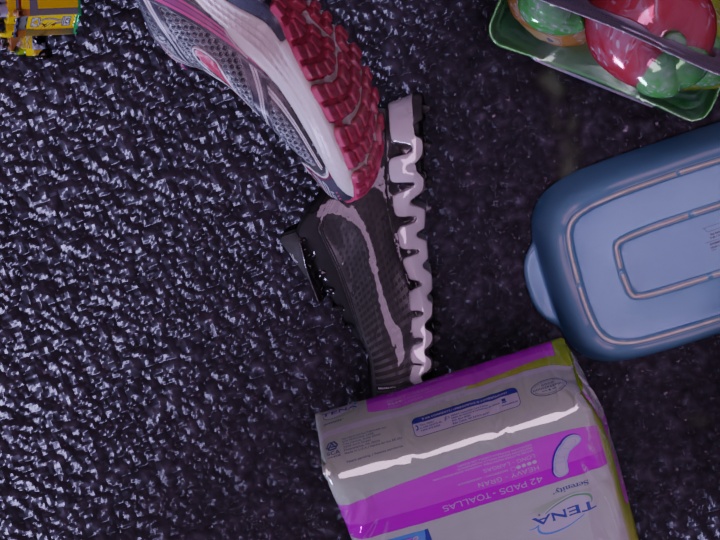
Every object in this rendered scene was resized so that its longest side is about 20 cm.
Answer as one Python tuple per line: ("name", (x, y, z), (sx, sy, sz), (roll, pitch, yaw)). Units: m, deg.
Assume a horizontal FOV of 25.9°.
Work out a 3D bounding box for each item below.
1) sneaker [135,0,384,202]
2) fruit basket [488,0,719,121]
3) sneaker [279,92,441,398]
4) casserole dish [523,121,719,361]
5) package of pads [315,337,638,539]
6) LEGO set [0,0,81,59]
("sneaker", (-0.058, -0.119, 0.833), (0.075, 0.081, 0.200), (-29, 107, 28))
("fruit basket", (0.138, -0.126, 0.818), (0.185, 0.200, 0.094), (21, 112, -3))
("sneaker", (0.000, 0.000, 0.904), (0.090, 0.066, 0.200), (-2, 95, 4))
("casserole dish", (0.195, -0.017, 0.913), (0.200, 0.039, 0.121), (-18, 98, 2))
("package of pads", (0.077, 0.145, 0.888), (0.154, 0.068, 0.200), (-17, 123, 3))
("LEGO set", (-0.226, -0.207, 0.828), (0.116, 0.154, 0.200), (-8, 111, -26))
